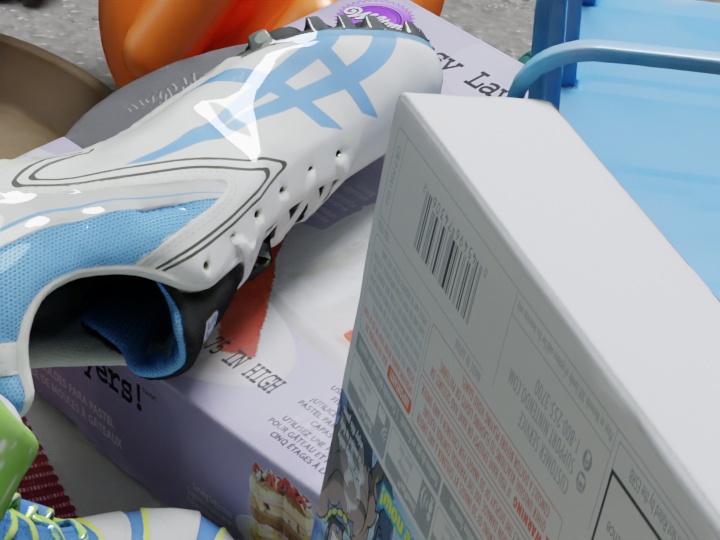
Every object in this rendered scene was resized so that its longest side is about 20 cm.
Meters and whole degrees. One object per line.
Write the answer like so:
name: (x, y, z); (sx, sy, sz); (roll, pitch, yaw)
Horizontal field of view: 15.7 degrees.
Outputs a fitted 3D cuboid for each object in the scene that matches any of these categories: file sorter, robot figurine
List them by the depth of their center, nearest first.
file sorter: (0.115, -0.056, 0.699); (0.139, 0.123, 0.200); (8, 39, 8)
robot figurine: (-0.027, -0.102, 0.957); (0.144, 0.117, 0.200); (0, 17, 8)

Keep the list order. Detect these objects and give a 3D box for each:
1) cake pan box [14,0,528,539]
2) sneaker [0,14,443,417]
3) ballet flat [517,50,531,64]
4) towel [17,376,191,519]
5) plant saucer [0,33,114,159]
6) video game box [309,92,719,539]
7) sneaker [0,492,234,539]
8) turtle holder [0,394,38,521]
cake pan box: (0.000, 0.000, 0.769); (0.184, 0.052, 0.200); (-27, 44, -32)
sneaker: (-0.046, -0.012, 0.704); (0.200, 0.072, 0.073); (-29, 79, -39)
ballet flat: (0.058, -0.010, 0.897); (0.062, 0.067, 0.200); (34, 32, -7)
towel: (-0.075, 0.044, 0.774); (0.200, 0.023, 0.144); (-6, 33, -25)
plant saucer: (-0.172, -0.040, 0.891); (0.200, 0.029, 0.200); (8, 26, -4)
video game box: (0.041, 0.086, 0.558); (0.047, 0.182, 0.200); (3, 28, -22)
sneaker: (-0.089, 0.077, 0.611); (0.076, 0.105, 0.200); (26, 31, 27)
turtle holder: (-0.131, 0.103, 0.480); (0.132, 0.141, 0.186); (23, 70, -6)
